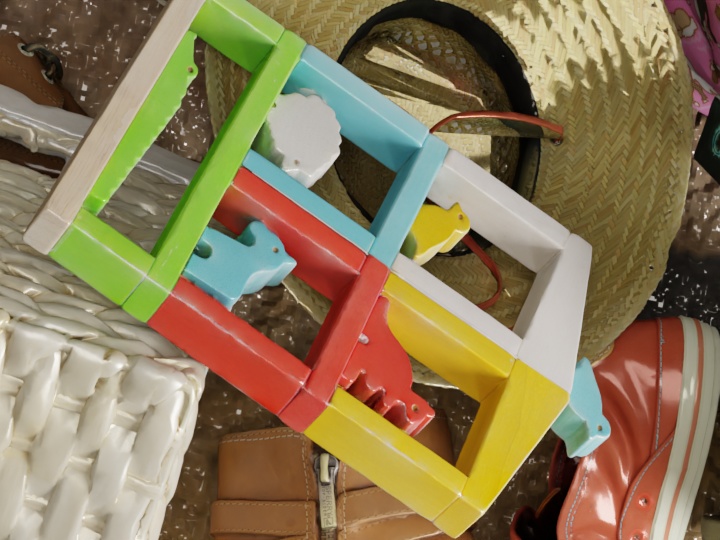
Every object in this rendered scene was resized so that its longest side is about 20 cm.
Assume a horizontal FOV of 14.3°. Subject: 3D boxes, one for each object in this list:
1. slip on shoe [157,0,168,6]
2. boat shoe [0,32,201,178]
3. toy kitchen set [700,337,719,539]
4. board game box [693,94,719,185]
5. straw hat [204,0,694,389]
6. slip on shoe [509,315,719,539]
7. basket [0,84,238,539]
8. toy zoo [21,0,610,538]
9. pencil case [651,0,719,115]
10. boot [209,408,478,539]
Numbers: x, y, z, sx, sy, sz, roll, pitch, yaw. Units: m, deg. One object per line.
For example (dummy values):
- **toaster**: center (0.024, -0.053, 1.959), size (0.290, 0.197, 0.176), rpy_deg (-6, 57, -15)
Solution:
- **slip on shoe**: center (-0.072, -0.192, 1.085), size (0.076, 0.061, 0.201), rpy_deg (-8, 87, -2)
- **boat shoe**: center (-0.136, -0.058, 1.070), size (0.199, 0.072, 0.068), rpy_deg (13, 81, -5)
- **toy kitchen set**: center (0.232, 0.098, 1.017), size (0.199, 0.180, 0.164), rpy_deg (-5, 88, -2)
- **board game box**: center (0.232, -0.009, 1.005), size (0.199, 0.135, 0.028), rpy_deg (9, 112, -22)
- **straw hat**: center (0.019, -0.045, 1.038), size (0.200, 0.085, 0.202), rpy_deg (6, 73, -19)
- **slip on shoe**: center (0.082, 0.108, 1.048), size (0.061, 0.074, 0.201), rpy_deg (10, 110, -4)
- **basket**: center (-0.159, 0.052, 0.983), size (0.197, 0.161, 0.201), rpy_deg (20, 115, -6)
- **toy zoo**: center (0.000, 0.000, 0.935), size (0.200, 0.020, 0.132), rpy_deg (35, 46, -8)
- **pencil case**: center (0.165, -0.102, 1.015), size (0.086, 0.200, 0.083), rpy_deg (-16, 92, -14)
- **boot**: center (-0.044, 0.137, 1.063), size (0.199, 0.077, 0.156), rpy_deg (-11, 79, 10)
